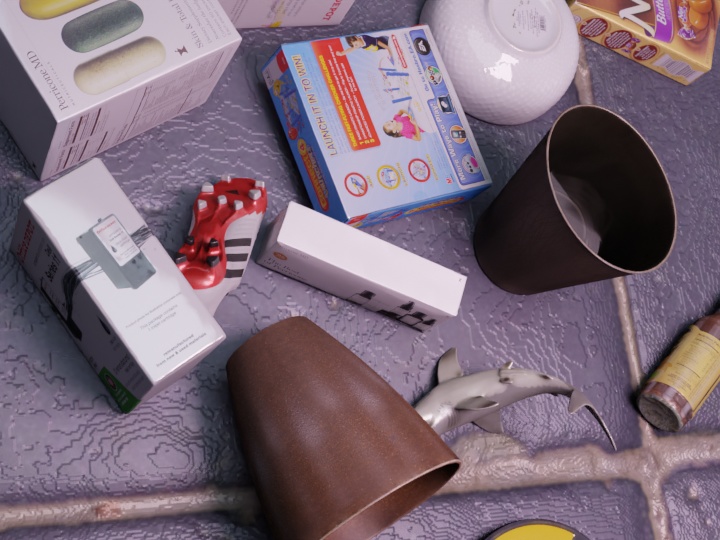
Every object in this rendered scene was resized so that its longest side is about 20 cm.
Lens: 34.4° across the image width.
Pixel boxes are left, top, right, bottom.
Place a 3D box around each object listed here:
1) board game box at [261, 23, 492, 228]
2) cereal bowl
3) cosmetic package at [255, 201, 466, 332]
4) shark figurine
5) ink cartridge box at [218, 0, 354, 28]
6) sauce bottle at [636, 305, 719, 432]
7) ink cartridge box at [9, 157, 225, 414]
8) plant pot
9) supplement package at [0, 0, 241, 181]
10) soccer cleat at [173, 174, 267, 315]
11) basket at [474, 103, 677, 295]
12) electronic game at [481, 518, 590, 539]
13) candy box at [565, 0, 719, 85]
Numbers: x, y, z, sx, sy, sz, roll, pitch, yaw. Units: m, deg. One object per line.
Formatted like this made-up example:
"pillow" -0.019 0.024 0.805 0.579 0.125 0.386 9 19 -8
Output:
"board game box" 0.019 -0.154 1.247 0.196 0.056 0.200 -15 79 -32
"cereal bowl" 0.171 -0.276 1.346 0.200 0.083 0.200 7 70 -19
"cosmetic package" 0.000 0.000 1.190 0.200 0.083 0.051 23 66 -13
"shark figurine" 0.152 0.142 1.197 0.128 0.214 0.090 -73 149 -51
"ink cartridge box" -0.104 -0.351 1.223 0.200 0.147 0.145 -7 76 -24
"sauce bottle" 0.391 0.098 1.326 0.065 0.065 0.200 48 62 -2
"ink cartridge box" -0.227 0.017 1.059 0.083 0.147 0.200 -34 87 -27
"plant pot" -0.038 0.150 1.089 0.187 0.187 0.200 -25 69 -26
"supplement package" -0.252 -0.214 1.118 0.200 0.151 0.152 -31 87 -27
"soccer cleat" -0.138 -0.023 1.141 0.069 0.085 0.200 9 36 5
"basket" 0.213 -0.052 1.225 0.136 0.200 0.180 -20 81 -25
"electronic game" 0.183 0.352 1.173 0.200 0.042 0.200 7 71 -20
"candy box" 0.348 -0.326 1.448 0.200 0.056 0.117 21 68 -13
